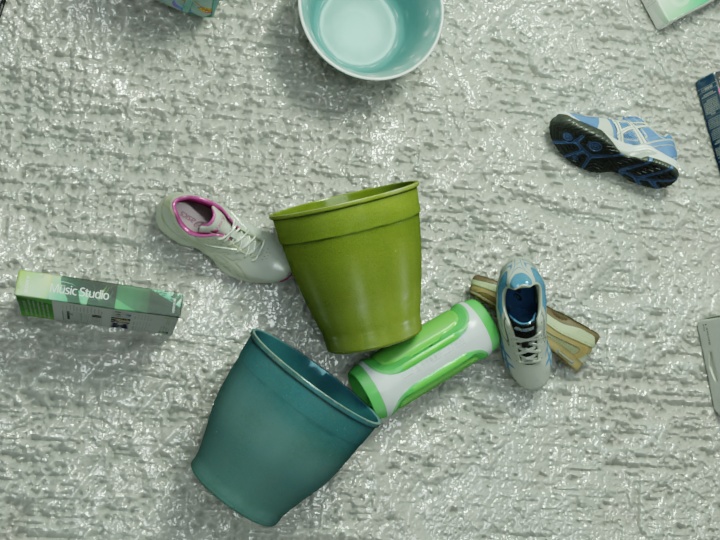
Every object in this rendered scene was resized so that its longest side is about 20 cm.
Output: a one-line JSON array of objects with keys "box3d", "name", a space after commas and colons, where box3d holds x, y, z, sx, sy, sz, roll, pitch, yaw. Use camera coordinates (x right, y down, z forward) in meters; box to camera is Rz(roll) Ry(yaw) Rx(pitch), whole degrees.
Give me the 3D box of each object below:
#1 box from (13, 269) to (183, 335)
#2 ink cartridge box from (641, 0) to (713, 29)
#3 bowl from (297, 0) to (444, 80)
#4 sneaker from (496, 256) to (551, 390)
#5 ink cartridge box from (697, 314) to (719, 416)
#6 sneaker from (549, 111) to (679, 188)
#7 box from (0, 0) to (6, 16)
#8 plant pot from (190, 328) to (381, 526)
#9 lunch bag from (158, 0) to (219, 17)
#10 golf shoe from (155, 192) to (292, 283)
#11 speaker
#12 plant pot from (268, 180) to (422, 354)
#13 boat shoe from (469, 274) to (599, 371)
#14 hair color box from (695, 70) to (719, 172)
[{"box3d": [-0.325, 0.041, 1.519, 0.198, 0.144, 0.037, 7, 77, -12], "name": "box"}, {"box3d": [0.463, -0.480, 1.806, 0.160, 0.050, 0.201, -29, 92, -14], "name": "ink cartridge box"}, {"box3d": [0.005, -0.342, 1.658, 0.199, 0.105, 0.203, 2, 82, -12], "name": "bowl"}, {"box3d": [0.215, 0.080, 1.613, 0.071, 0.073, 0.201, -5, 120, 12], "name": "sneaker"}, {"box3d": [0.600, 0.120, 1.743, 0.198, 0.084, 0.148, -10, 85, -14], "name": "ink cartridge box"}, {"box3d": [0.361, -0.184, 1.743, 0.198, 0.076, 0.078, 21, 57, -9], "name": "sneaker"}, {"box3d": [-0.545, -0.321, 1.571, 0.142, 0.036, 0.202, 17, 79, -10], "name": "box"}, {"box3d": [-0.107, 0.208, 1.532, 0.199, 0.200, 0.189, 35, 92, -6], "name": "plant pot"}, {"box3d": [-0.236, -0.399, 1.563, 0.159, 0.200, 0.078, 25, 80, -10], "name": "lunch bag"}, {"box3d": [-0.173, -0.041, 1.591, 0.199, 0.091, 0.076, 25, 78, -10], "name": "golf shoe"}, {"box3d": [0.085, 0.118, 1.630, 0.199, 0.088, 0.089, -30, 90, -14], "name": "speaker"}, {"box3d": [0.000, 0.000, 1.584, 0.199, 0.200, 0.195, -15, 97, -14], "name": "plant pot"}, {"box3d": [0.230, 0.077, 1.680, 0.199, 0.072, 0.077, 28, 94, -6], "name": "boat shoe"}, {"box3d": [0.571, -0.197, 1.787, 0.099, 0.061, 0.202, -14, 87, -13], "name": "hair color box"}]
